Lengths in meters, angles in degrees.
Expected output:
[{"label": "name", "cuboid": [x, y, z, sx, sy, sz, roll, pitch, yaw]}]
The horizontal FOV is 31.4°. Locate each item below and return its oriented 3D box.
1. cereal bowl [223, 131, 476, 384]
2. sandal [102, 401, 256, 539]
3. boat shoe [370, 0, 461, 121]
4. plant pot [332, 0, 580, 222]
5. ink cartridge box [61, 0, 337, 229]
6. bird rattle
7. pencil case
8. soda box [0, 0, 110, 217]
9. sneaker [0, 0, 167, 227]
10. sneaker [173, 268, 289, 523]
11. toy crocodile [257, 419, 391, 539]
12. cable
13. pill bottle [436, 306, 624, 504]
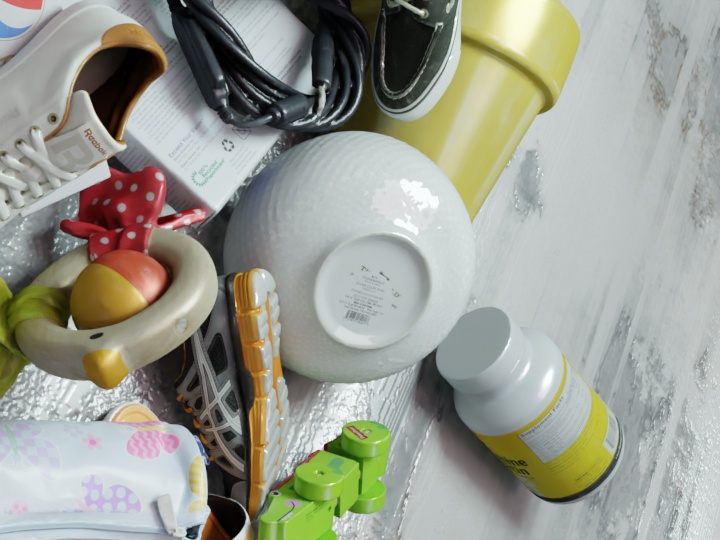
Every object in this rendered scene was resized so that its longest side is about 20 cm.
[{"label": "cereal bowl", "cuboid": [0.000, 0.000, 0.970, 0.199, 0.083, 0.201, -6, 112, -15]}, {"label": "sandal", "cuboid": [-0.117, 0.184, 0.903, 0.079, 0.059, 0.207, -47, 119, -42]}, {"label": "boat shoe", "cuboid": [0.043, -0.213, 0.960, 0.064, 0.070, 0.201, 0, 106, -64]}, {"label": "plant pot", "cuboid": [0.063, -0.143, 1.082, 0.200, 0.200, 0.190, 27, 80, -44]}, {"label": "ink cartridge box", "cuboid": [-0.136, -0.162, 0.936, 0.200, 0.043, 0.197, 43, 50, -10]}, {"label": "bird rattle", "cuboid": [-0.160, 0.016, 0.815, 0.200, 0.163, 0.113, -33, 129, -38]}, {"label": "pencil case", "cuboid": [-0.191, 0.137, 0.783, 0.199, 0.083, 0.091, 8, 36, -38]}, {"label": "soda box", "cuboid": [-0.219, -0.139, 0.779, 0.068, 0.064, 0.201, -29, 125, -28]}, {"label": "sneaker", "cuboid": [-0.191, -0.071, 0.729, 0.200, 0.085, 0.073, -51, 139, -11]}, {"label": "sneaker", "cuboid": [-0.097, 0.092, 0.937, 0.078, 0.077, 0.201, -69, 158, -69]}, {"label": "toy crocodile", "cuboid": [-0.027, 0.166, 0.984, 0.200, 0.061, 0.068, -33, 131, -56]}, {"label": "cable", "cuboid": [-0.070, -0.196, 0.941, 0.163, 0.051, 0.201, -18, 79, -40]}, {"label": "pill bottle", "cuboid": [0.156, 0.124, 1.194, 0.200, 0.112, 0.112, 47, 51, -34]}]
